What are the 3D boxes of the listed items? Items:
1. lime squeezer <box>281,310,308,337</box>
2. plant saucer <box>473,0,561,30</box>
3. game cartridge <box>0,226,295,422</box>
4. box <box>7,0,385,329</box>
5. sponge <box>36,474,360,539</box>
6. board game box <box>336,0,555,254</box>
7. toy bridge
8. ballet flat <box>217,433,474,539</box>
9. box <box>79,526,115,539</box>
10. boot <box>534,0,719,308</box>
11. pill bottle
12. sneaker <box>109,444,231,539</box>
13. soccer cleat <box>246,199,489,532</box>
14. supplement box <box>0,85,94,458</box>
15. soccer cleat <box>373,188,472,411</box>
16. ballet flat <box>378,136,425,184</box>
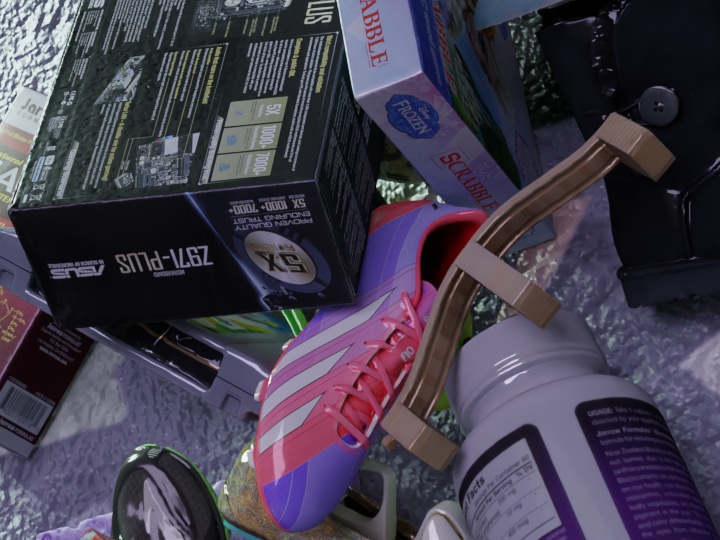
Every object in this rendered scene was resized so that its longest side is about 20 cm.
[{"bbox_3d":[-0.081,-0.016,1.375,0.200,0.071,0.038,33,100,28],"label":"lime squeezer"},{"bbox_3d":[0.147,-0.174,1.257,0.200,0.200,0.027,-21,96,21],"label":"plant saucer"},{"bbox_3d":[-0.099,0.028,1.327,0.200,0.133,0.041,27,97,21],"label":"game cartridge"},{"bbox_3d":[-0.077,-0.072,1.267,0.163,0.086,0.200,-6,41,14],"label":"box"},{"bbox_3d":[-0.090,0.177,1.328,0.200,0.030,0.112,-18,61,23],"label":"sponge"},{"bbox_3d":[0.037,-0.136,1.289,0.041,0.200,0.200,-19,61,16],"label":"board game box"},{"bbox_3d":[0.071,0.007,1.189,0.200,0.027,0.067,-53,34,1],"label":"toy bridge"},{"bbox_3d":[0.018,0.138,1.235,0.200,0.071,0.071,24,82,22],"label":"ballet flat"},{"bbox_3d":[-0.069,0.217,1.191,0.100,0.200,0.095,-62,9,-8],"label":"box"},{"bbox_3d":[0.195,-0.081,1.203,0.200,0.076,0.169,-13,99,30],"label":"boot"},{"bbox_3d":[0.111,0.122,1.185,0.111,0.111,0.200,-31,56,15],"label":"pill bottle"},{"bbox_3d":[-0.120,0.187,1.271,0.077,0.084,0.200,-3,69,28],"label":"sneaker"},{"bbox_3d":[0.006,0.043,1.220,0.076,0.067,0.200,-7,45,38],"label":"soccer cleat"},{"bbox_3d":[-0.202,-0.001,1.454,0.109,0.061,0.200,23,80,35],"label":"supplement box"},{"bbox_3d":[0.001,-0.001,1.344,0.065,0.084,0.200,-22,66,-27],"label":"soccer cleat"},{"bbox_3d":[-0.026,-0.115,1.398,0.072,0.072,0.200,-51,54,1],"label":"ballet flat"}]
